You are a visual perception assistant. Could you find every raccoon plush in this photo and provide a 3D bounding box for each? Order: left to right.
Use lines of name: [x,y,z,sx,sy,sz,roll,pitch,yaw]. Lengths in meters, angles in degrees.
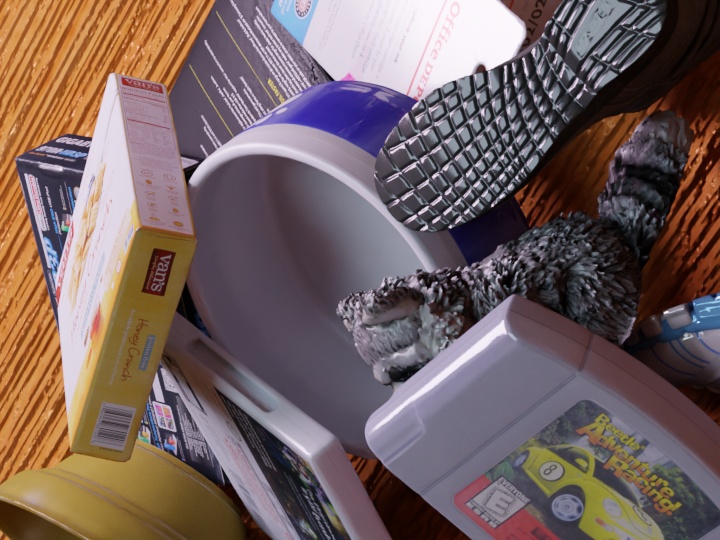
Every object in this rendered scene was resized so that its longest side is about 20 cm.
raccoon plush: [0.073,-0.009,1.515,0.097,0.133,0.201,126,168,-62]

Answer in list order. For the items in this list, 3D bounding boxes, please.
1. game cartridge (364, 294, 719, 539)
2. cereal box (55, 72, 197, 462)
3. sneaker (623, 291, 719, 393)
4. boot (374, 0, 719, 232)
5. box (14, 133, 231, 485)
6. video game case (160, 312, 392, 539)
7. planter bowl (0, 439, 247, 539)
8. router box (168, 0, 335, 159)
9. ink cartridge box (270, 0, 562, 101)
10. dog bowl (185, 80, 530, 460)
game cartridge: [0.115,0.105,1.449,0.133,0.200,0.041,-42,14,34]
cereal box: [-0.135,-0.005,1.670,0.200,0.039,0.145,-108,32,-61]
sneaker: [0.202,0.045,1.475,0.200,0.075,0.087,-26,80,50]
boot: [0.111,-0.085,1.522,0.200,0.130,0.068,-38,74,25]
box: [-0.134,0.023,1.848,0.159,0.046,0.201,12,120,51]
video game case: [-0.037,0.123,1.704,0.182,0.023,0.200,36,160,45]
planter bowl: [-0.132,0.161,1.835,0.200,0.200,0.084,12,64,50]
router box: [-0.040,-0.073,1.781,0.200,0.051,0.150,57,132,34]
ink cartridge box: [0.042,-0.141,1.667,0.200,0.068,0.116,48,127,39]
dog bowl: [0.000,0.000,1.629,0.199,0.079,0.201,26,136,28]
